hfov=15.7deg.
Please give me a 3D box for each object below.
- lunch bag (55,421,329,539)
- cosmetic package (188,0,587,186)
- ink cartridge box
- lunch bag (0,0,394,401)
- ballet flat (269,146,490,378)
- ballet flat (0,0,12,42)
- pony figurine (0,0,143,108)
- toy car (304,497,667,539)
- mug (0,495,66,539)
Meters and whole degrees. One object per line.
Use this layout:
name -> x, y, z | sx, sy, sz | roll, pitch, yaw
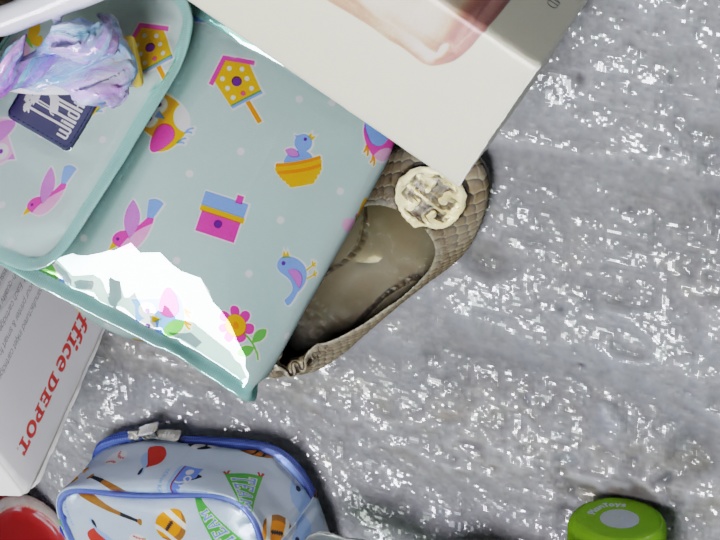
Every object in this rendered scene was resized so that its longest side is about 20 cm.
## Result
lunch bag -> -0.091, 0.181, 1.542 | 0.160, 0.076, 0.200 | 0, 123, 29
cosmetic package -> 0.001, -0.146, 1.246 | 0.200, 0.103, 0.087 | 34, 129, 0
ink cartridge box -> -0.233, 0.009, 1.412 | 0.084, 0.146, 0.200 | -3, 137, 29
lunch bag -> -0.102, -0.055, 1.301 | 0.200, 0.122, 0.170 | 30, 92, -5
ballet flat -> 0.000, 0.000, 1.384 | 0.067, 0.046, 0.200 | 42, 131, -6
ballet flat -> -0.153, -0.094, 1.386 | 0.200, 0.046, 0.067 | 40, 130, -3
pony figurine -> -0.208, -0.108, 1.216 | 0.200, 0.167, 0.193 | -11, 83, -2
toy car -> 0.056, 0.209, 1.434 | 0.200, 0.158, 0.164 | 12, 116, 23
mug -> -0.291, 0.195, 1.617 | 0.200, 0.133, 0.178 | -15, 116, 30
